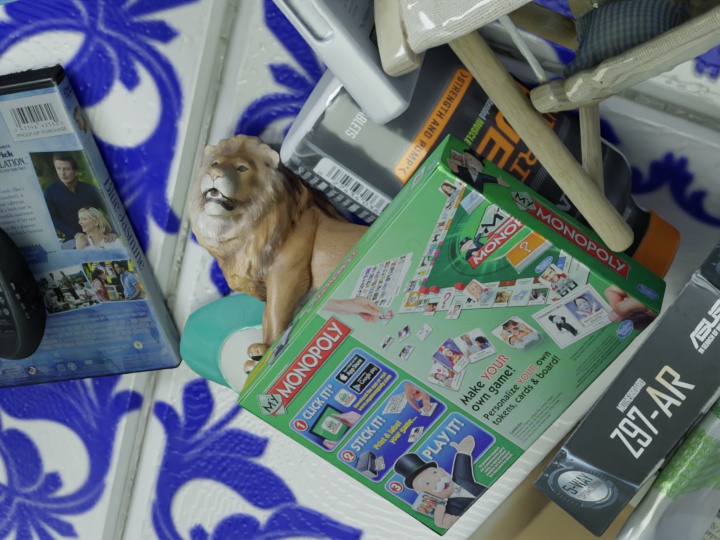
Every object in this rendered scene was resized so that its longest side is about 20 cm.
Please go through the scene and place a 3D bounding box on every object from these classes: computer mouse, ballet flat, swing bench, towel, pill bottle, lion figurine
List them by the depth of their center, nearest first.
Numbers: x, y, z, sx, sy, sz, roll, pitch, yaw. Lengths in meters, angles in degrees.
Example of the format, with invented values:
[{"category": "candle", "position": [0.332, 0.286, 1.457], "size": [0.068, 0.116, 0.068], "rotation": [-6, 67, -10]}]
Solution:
[{"category": "swing bench", "position": [0.140, -0.137, 1.192], "size": [0.198, 0.131, 0.200], "rotation": [-23, 140, 30]}, {"category": "towel", "position": [0.196, 0.078, 1.314], "size": [0.031, 0.149, 0.201], "rotation": [38, 101, 13]}, {"category": "pill bottle", "position": [0.066, -0.045, 1.342], "size": [0.199, 0.106, 0.106], "rotation": [34, 128, -7]}, {"category": "lion figurine", "position": [0.000, 0.000, 1.407], "size": [0.198, 0.123, 0.073], "rotation": [11, 164, 2]}, {"category": "ballet flat", "position": [-0.020, 0.050, 1.461], "size": [0.198, 0.071, 0.068], "rotation": [-2, 121, 21]}, {"category": "computer mouse", "position": [-0.225, -0.039, 1.477], "size": [0.058, 0.034, 0.201], "rotation": [3, 122, 38]}]

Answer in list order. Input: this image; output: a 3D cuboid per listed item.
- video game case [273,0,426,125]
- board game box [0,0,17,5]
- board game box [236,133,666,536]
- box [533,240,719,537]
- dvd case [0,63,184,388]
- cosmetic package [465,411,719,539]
[{"category": "video game case", "position": [-0.026, -0.181, 1.218], "size": [0.023, 0.200, 0.182], "rotation": [-32, 109, 25]}, {"category": "board game box", "position": [-0.189, -0.224, 1.230], "size": [0.199, 0.043, 0.200], "rotation": [-11, 107, 28]}, {"category": "board game box", "position": [0.043, 0.038, 1.322], "size": [0.134, 0.029, 0.200], "rotation": [34, 128, -9]}, {"category": "box", "position": [0.176, 0.022, 1.289], "size": [0.043, 0.200, 0.161], "rotation": [37, 129, 6]}, {"category": "dvd case", "position": [-0.198, -0.020, 1.507], "size": [0.142, 0.018, 0.201], "rotation": [-7, 122, 24]}, {"category": "cosmetic package", "position": [0.132, 0.160, 1.485], "size": [0.105, 0.071, 0.200], "rotation": [33, 128, -6]}]
